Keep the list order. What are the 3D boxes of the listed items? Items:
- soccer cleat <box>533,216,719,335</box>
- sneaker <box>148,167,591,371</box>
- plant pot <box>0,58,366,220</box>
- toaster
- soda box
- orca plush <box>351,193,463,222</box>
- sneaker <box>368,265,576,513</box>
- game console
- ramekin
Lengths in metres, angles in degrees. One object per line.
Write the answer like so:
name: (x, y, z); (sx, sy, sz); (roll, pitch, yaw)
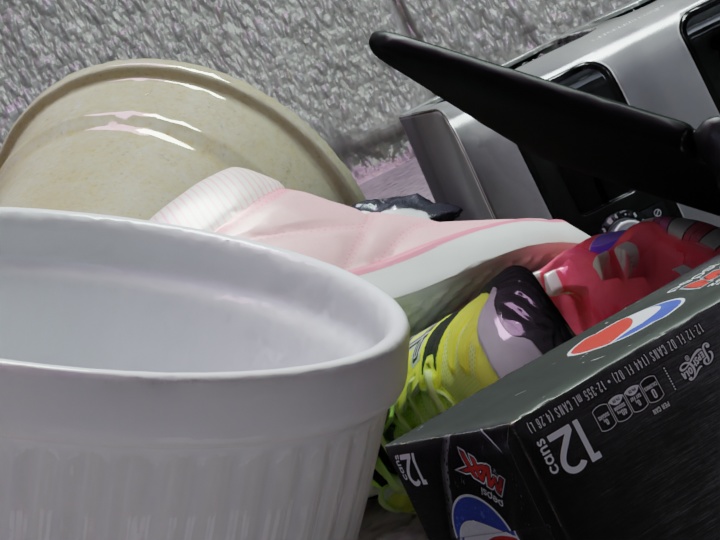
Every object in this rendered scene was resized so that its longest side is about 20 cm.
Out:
soccer cleat: (0.115, 0.010, 0.875); (0.076, 0.067, 0.200); (-15, 2, -13)
sneaker: (0.000, 0.000, 0.971); (0.200, 0.075, 0.105); (-10, 38, -41)
plant pot: (-0.112, 0.037, 1.132); (0.200, 0.201, 0.184); (-22, 17, 33)
toaster: (0.126, -0.054, 1.154); (0.181, 0.119, 0.200); (-25, 5, -5)
soda box: (0.109, 0.027, 0.693); (0.200, 0.063, 0.071); (-27, 4, -28)
orca plush: (-0.005, 0.042, 1.047); (0.105, 0.071, 0.200); (11, 31, -13)
sneaker: (0.037, 0.051, 0.843); (0.076, 0.075, 0.200); (-34, -4, -8)
game console: (0.126, -0.068, 0.820); (0.176, 0.116, 0.200); (-40, -17, 11)
ramekin: (-0.089, 0.053, 0.793); (0.200, 0.105, 0.200); (7, 13, -2)
